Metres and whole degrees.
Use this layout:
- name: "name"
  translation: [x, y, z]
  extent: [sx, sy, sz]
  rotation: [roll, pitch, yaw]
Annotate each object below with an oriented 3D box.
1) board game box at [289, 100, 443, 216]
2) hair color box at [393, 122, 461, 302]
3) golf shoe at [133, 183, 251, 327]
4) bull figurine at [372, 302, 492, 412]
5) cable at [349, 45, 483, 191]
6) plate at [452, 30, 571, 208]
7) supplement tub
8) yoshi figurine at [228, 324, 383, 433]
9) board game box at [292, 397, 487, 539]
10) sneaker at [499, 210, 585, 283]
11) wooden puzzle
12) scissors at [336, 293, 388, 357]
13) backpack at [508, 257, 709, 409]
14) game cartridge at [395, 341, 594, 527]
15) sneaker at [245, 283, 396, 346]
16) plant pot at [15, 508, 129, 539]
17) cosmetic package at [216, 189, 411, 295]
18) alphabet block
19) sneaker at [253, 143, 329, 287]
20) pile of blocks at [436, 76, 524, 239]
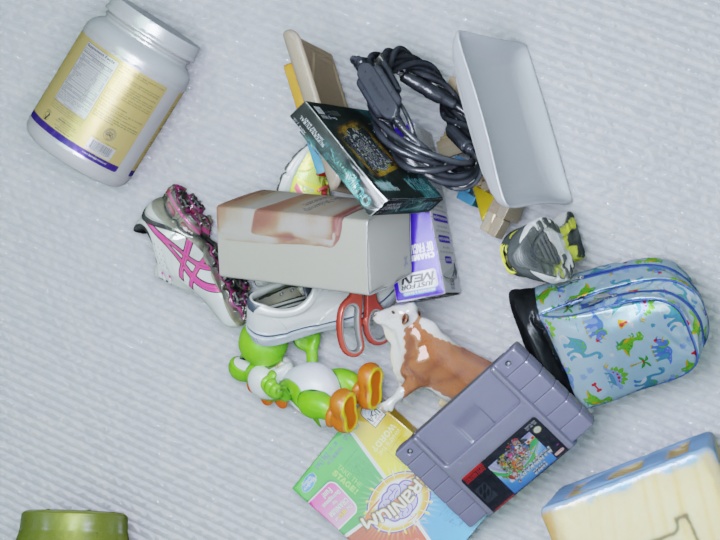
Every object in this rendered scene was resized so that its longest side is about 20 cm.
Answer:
- name: "board game box"
  translation: [0.010, -0.117, 1.495]
  extent: [0.028, 0.200, 0.135]
  rotation: [-42, 79, 17]
- name: "hair color box"
  translation: [0.063, -0.065, 1.640]
  extent: [0.065, 0.109, 0.200]
  rotation: [-12, 86, 13]
- name: "golf shoe"
  translation: [-0.204, -0.004, 1.728]
  extent: [0.092, 0.073, 0.200]
  rotation: [-39, 71, 17]
- name: "bull figurine"
  translation: [0.088, 0.122, 1.624]
  extent: [0.200, 0.065, 0.121]
  rotation: [29, 104, -14]
- name: "cable"
  translation: [0.074, -0.165, 1.565]
  extent: [0.051, 0.163, 0.200]
  rotation: [-45, 66, 29]
- name: "plate"
  translation: [0.165, -0.164, 1.577]
  extent: [0.032, 0.200, 0.200]
  rotation: [-19, 85, 29]
- name: "supplement tub"
  translation: [-0.299, -0.219, 1.713]
  extent: [0.145, 0.145, 0.200]
  rotation: [34, 97, 12]
- name: "yoshi figurine"
  translation: [-0.077, 0.114, 1.663]
  extent: [0.200, 0.112, 0.112]
  rotation: [15, 80, 33]
- name: "board game box"
  translation: [0.042, 0.267, 1.675]
  extent: [0.200, 0.040, 0.153]
  rotation: [40, 98, 11]
- name: "sneaker"
  translation: [0.193, -0.015, 1.568]
  extent: [0.085, 0.200, 0.075]
  rotation: [-21, 87, 23]
- name: "wooden puzzle"
  translation: [-0.040, -0.173, 1.620]
  extent: [0.037, 0.200, 0.185]
  rotation: [-18, 85, 10]
- name: "scissors"
  translation: [0.000, 0.000, 1.625]
  extent: [0.073, 0.014, 0.200]
  rotation: [-9, 101, -25]
- name: "backpack"
  translation: [0.289, 0.068, 1.572]
  extent: [0.200, 0.154, 0.163]
  rotation: [-21, 106, -1]
- name: "game cartridge"
  translation: [0.150, 0.188, 1.577]
  extent: [0.130, 0.038, 0.200]
  rotation: [46, 114, 2]
- name: "sneaker"
  translation: [-0.040, 0.029, 1.646]
  extent: [0.200, 0.071, 0.073]
  rotation: [-21, 51, -16]
- name: "plant pot"
  translation: [-0.353, 0.390, 1.708]
  extent: [0.200, 0.200, 0.193]
  rotation: [-1, 77, 14]
- name: "cosmetic package"
  translation: [-0.053, -0.035, 1.576]
  extent: [0.200, 0.103, 0.087]
  rotation: [7, 107, 28]
- name: "alphabet block"
  translation: [0.331, 0.308, 1.528]
  extent: [0.196, 0.195, 0.200]
  rotation: [-23, 83, 14]
- name: "sneaker"
  translation: [-0.059, -0.062, 1.691]
  extent: [0.090, 0.078, 0.200]
  rotation: [21, 105, 13]
- name: "pile of blocks"
  translation: [0.142, -0.130, 1.651]
  extent: [0.082, 0.062, 0.200]
  rotation: [-13, 78, 25]
